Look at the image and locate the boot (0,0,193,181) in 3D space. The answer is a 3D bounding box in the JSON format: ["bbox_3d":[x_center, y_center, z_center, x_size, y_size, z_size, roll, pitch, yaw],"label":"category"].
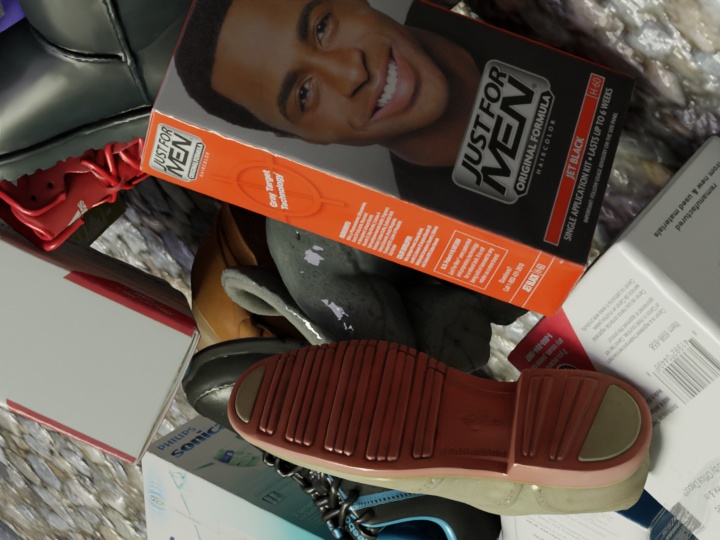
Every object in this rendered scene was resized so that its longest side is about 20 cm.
[{"bbox_3d":[-0.157,-0.135,1.141,0.198,0.077,0.169,-11,131,11],"label":"boot"}]

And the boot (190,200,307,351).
[{"bbox_3d":[-0.020,0.048,1.357,0.200,0.074,0.155,37,150,11],"label":"boot"}]

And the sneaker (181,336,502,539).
[{"bbox_3d":[-0.008,0.101,1.292,0.199,0.082,0.073,24,146,-11],"label":"sneaker"}]

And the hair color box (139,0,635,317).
[{"bbox_3d":[0.012,-0.065,1.059,0.198,0.102,0.061,19,155,-3],"label":"hair color box"}]

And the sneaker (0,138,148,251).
[{"bbox_3d":[-0.115,-0.056,1.243,0.198,0.116,0.079,1,147,23],"label":"sneaker"}]

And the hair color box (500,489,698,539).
[{"bbox_3d":[0.134,0.158,1.313,0.100,0.061,0.201,28,148,27],"label":"hair color box"}]

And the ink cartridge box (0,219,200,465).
[{"bbox_3d":[-0.172,0.029,1.332,0.145,0.083,0.200,25,-178,-7],"label":"ink cartridge box"}]

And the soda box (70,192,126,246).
[{"bbox_3d":[-0.210,-0.096,1.423,0.067,0.064,0.201,22,144,35],"label":"soda box"}]

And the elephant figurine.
[{"bbox_3d":[0.000,0.000,1.224,0.200,0.140,0.157,172,85,-75],"label":"elephant figurine"}]

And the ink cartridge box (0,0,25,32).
[{"bbox_3d":[-0.237,-0.220,1.251,0.200,0.043,0.199,40,154,48],"label":"ink cartridge box"}]

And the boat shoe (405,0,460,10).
[{"bbox_3d":[-0.020,-0.190,1.054,0.071,0.072,0.200,-8,134,47],"label":"boat shoe"}]

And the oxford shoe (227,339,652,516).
[{"bbox_3d":[0.036,0.084,1.103,0.198,0.071,0.074,9,146,16],"label":"oxford shoe"}]

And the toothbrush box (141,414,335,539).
[{"bbox_3d":[-0.040,0.190,1.523,0.199,0.085,0.148,24,127,36],"label":"toothbrush box"}]

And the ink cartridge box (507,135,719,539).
[{"bbox_3d":[0.184,0.058,1.088,0.200,0.084,0.144,44,151,3],"label":"ink cartridge box"}]
